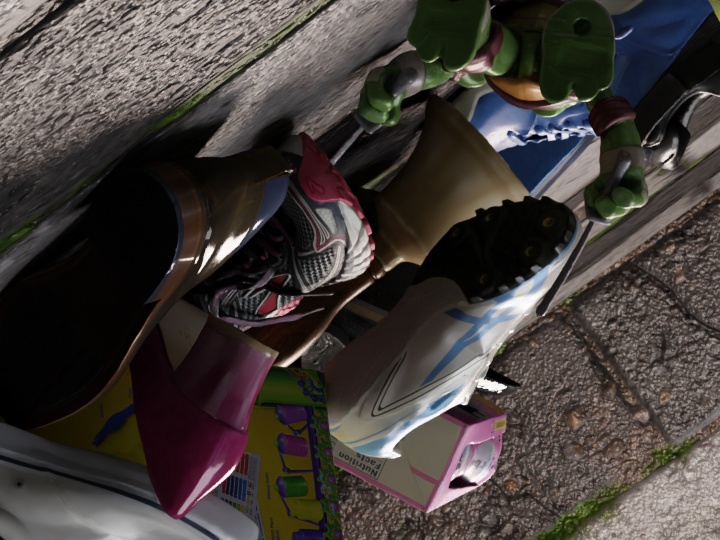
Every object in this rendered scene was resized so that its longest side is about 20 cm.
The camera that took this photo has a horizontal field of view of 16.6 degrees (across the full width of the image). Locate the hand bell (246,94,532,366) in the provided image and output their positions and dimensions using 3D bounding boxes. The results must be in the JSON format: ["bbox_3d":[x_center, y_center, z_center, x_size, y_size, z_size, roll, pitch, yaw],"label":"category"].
[{"bbox_3d":[0.000,0.000,1.439,0.200,0.104,0.104,-40,173,-5],"label":"hand bell"}]

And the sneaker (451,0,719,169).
[{"bbox_3d":[0.140,-0.094,1.510,0.200,0.111,0.077,-37,172,12],"label":"sneaker"}]

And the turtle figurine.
[{"bbox_3d":[0.074,-0.070,1.257,0.200,0.144,0.194,-40,167,-1],"label":"turtle figurine"}]

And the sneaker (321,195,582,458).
[{"bbox_3d":[0.057,0.032,1.400,0.072,0.072,0.200,29,120,-34],"label":"sneaker"}]

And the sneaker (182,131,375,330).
[{"bbox_3d":[-0.055,-0.006,1.332,0.075,0.081,0.200,-28,170,-29],"label":"sneaker"}]

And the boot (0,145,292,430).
[{"bbox_3d":[-0.108,0.009,1.215,0.097,0.075,0.200,-23,164,-46],"label":"boot"}]

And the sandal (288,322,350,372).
[{"bbox_3d":[-0.058,0.096,1.533,0.201,0.075,0.048,123,-23,-48],"label":"sandal"}]

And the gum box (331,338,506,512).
[{"bbox_3d":[-0.004,0.085,1.629,0.066,0.200,0.113,-65,166,9],"label":"gum box"}]

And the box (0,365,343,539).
[{"bbox_3d":[-0.119,0.160,1.362,0.192,0.201,0.122,8,150,-27],"label":"box"}]

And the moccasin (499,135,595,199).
[{"bbox_3d":[0.092,-0.053,1.671,0.200,0.081,0.068,-36,172,12],"label":"moccasin"}]

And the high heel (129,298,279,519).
[{"bbox_3d":[-0.106,0.061,1.271,0.200,0.067,0.096,24,-95,59],"label":"high heel"}]

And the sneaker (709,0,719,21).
[{"bbox_3d":[0.221,-0.143,1.592,0.078,0.090,0.200,-51,180,-21],"label":"sneaker"}]

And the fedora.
[{"bbox_3d":[0.028,0.006,1.571,0.201,0.200,0.092,19,95,-81],"label":"fedora"}]

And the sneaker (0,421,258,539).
[{"bbox_3d":[-0.151,0.127,1.251,0.073,0.200,0.071,147,-40,-68],"label":"sneaker"}]
